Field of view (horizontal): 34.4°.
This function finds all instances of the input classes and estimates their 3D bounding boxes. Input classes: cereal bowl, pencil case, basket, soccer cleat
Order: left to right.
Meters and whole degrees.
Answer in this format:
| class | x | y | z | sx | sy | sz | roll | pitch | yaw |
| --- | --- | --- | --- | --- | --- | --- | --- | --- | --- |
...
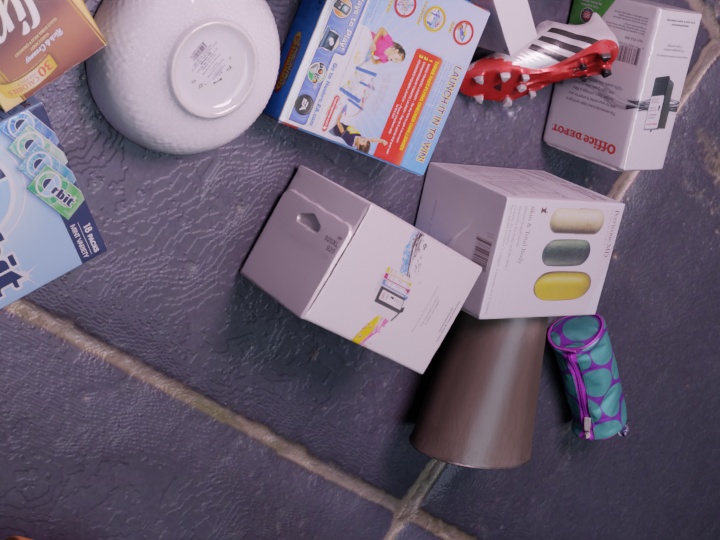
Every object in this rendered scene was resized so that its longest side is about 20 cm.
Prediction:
| class | x | y | z | sx | sy | sz | roll | pitch | yaw |
| --- | --- | --- | --- | --- | --- | --- | --- | --- | --- |
| cereal bowl | -0.161 | -0.204 | 1.140 | 0.200 | 0.083 | 0.200 | -16 | 120 | -30 |
| basket | 0.165 | 0.137 | 1.501 | 0.180 | 0.136 | 0.200 | 4 | 104 | -38 |
| soccer cleat | 0.208 | -0.256 | 1.391 | 0.200 | 0.085 | 0.069 | -13 | 149 | 3 |
| pencil case | 0.327 | 0.155 | 1.665 | 0.092 | 0.085 | 0.200 | -57 | 137 | -41 |

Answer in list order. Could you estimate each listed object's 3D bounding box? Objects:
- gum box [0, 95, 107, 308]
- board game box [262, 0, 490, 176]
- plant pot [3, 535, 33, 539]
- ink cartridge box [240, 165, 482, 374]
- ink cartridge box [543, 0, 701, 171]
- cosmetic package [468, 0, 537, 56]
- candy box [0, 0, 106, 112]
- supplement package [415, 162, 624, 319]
| class | x | y | z | sx | sy | sz | roll | pitch | yaw |
| --- | --- | --- | --- | --- | --- | --- | --- | --- | --- |
| gum box | -0.361 | -0.046 | 1.087 | 0.200 | 0.045 | 0.170 | -31 | 126 | -21 |
| board game box | 0.017 | -0.228 | 1.263 | 0.196 | 0.056 | 0.200 | 18 | 99 | -33 |
| plant pot | -0.339 | 0.370 | 1.211 | 0.140 | 0.200 | 0.200 | 39 | 85 | -24 |
| ink cartridge box | 0.000 | 0.000 | 1.310 | 0.200 | 0.147 | 0.145 | 28 | 92 | -41 |
| ink cartridge box | 0.321 | -0.236 | 1.444 | 0.083 | 0.147 | 0.200 | -3 | 113 | -36 |
| cosmetic package | 0.132 | -0.343 | 1.296 | 0.051 | 0.083 | 0.200 | -37 | 128 | -17 |
| candy box | -0.323 | -0.254 | 1.014 | 0.117 | 0.056 | 0.200 | -39 | 130 | -17 |
| supplement package | 0.189 | -0.037 | 1.431 | 0.200 | 0.151 | 0.152 | 0 | 110 | -37 |
